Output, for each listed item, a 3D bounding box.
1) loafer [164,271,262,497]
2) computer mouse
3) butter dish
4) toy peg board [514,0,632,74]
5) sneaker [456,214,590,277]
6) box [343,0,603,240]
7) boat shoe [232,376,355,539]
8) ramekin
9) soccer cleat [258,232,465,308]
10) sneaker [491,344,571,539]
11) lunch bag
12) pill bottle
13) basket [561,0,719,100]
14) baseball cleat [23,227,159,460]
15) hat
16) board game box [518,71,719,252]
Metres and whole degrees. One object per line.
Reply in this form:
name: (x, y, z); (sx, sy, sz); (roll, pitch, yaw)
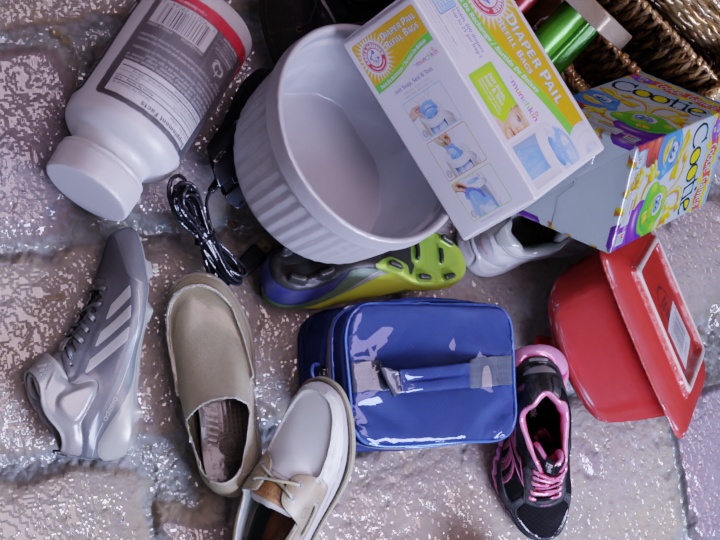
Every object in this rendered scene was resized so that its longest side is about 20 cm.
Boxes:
loafer: (-0.124, 0.100, 1.593); (0.075, 0.068, 0.202); (-13, 92, -1)
computer mouse: (-0.092, -0.079, 1.644); (0.201, 0.046, 0.141); (-58, 138, -39)
butter dish: (0.236, 0.063, 1.763); (0.201, 0.147, 0.200); (65, 22, -8)
toy peg board: (0.137, -0.255, 1.668); (0.199, 0.200, 0.098); (46, 101, 8)
sneaker: (0.196, -0.047, 1.775); (0.199, 0.099, 0.079); (-24, 94, -28)
box: (0.096, -0.149, 1.557); (0.112, 0.101, 0.201); (-35, 94, -41)
boat shoe: (-0.061, 0.191, 1.577); (0.068, 0.074, 0.202); (-9, 117, -59)
ramekin: (-0.017, -0.102, 1.587); (0.199, 0.105, 0.202); (15, 63, -32)
soccer cleat: (0.000, -0.001, 1.678); (0.198, 0.084, 0.065); (-4, 68, -23)
sneaker: (0.167, 0.175, 1.701); (0.078, 0.096, 0.202); (-8, 115, -5)
lunch bag: (0.040, 0.094, 1.656); (0.198, 0.132, 0.137); (-2, 83, -28)
pill bottle: (-0.187, -0.147, 1.586); (0.110, 0.110, 0.201); (37, 68, -18)
basket: (0.263, -0.224, 1.809); (0.200, 0.149, 0.143); (44, 66, -16)
baseball cleat: (-0.231, 0.059, 1.558); (0.106, 0.070, 0.202); (6, 79, -27)
hat: (0.002, -0.238, 1.675); (0.198, 0.081, 0.203); (3, 112, 6)
board game box: (0.246, -0.104, 1.692); (0.199, 0.102, 0.106); (-24, 132, -51)
